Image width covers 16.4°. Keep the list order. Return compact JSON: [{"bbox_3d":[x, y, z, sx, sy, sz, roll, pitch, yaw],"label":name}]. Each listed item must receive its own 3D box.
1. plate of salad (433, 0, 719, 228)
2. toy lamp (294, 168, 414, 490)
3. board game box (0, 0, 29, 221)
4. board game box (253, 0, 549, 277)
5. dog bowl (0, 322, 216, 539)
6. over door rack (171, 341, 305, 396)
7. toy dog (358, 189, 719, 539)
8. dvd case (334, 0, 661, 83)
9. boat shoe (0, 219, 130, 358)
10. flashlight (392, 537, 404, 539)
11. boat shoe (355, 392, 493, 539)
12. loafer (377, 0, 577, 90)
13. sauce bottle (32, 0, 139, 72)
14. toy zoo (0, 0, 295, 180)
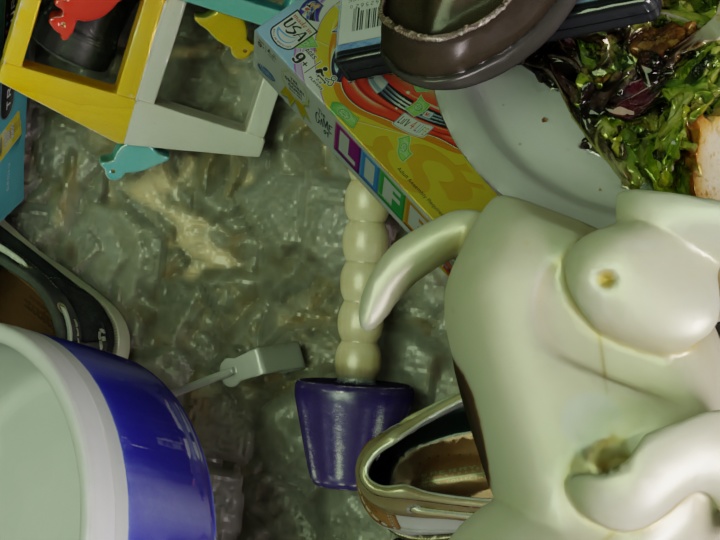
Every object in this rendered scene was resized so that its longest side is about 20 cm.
[{"bbox_3d":[0.127,-0.102,1.055,0.199,0.048,0.201,-4,61,7],"label":"plate of salad"},{"bbox_3d":[0.000,0.000,1.153,0.058,0.058,0.201,2,90,25],"label":"toy lamp"},{"bbox_3d":[-0.235,-0.130,1.208,0.150,0.047,0.201,14,120,12],"label":"board game box"},{"bbox_3d":[0.067,-0.066,1.093,0.134,0.034,0.200,-37,72,-19],"label":"board game box"},{"bbox_3d":[-0.159,0.127,1.113,0.200,0.079,0.201,-14,69,40],"label":"dog bowl"},{"bbox_3d":[-0.104,0.131,1.195,0.199,0.067,0.148,-20,83,24],"label":"over door rack"},{"bbox_3d":[0.085,0.076,0.953,0.193,0.140,0.201,12,77,0],"label":"toy dog"},{"bbox_3d":[0.063,-0.178,1.088,0.142,0.018,0.201,-9,56,22],"label":"dvd case"},{"bbox_3d":[-0.208,0.001,1.243,0.199,0.068,0.072,29,102,24],"label":"boat shoe"},{"bbox_3d":[0.038,0.224,1.129,0.067,0.068,0.201,-3,90,25],"label":"flashlight"},{"bbox_3d":[0.095,0.076,1.085,0.199,0.068,0.075,-18,75,9],"label":"boat shoe"},{"bbox_3d":[0.068,-0.163,1.016,0.073,0.071,0.200,26,74,37],"label":"loafer"},{"bbox_3d":[-0.097,-0.191,1.191,0.065,0.065,0.201,35,105,20],"label":"sauce bottle"},{"bbox_3d":[-0.088,-0.136,1.165,0.131,0.020,0.201,16,105,-13],"label":"toy zoo"}]
